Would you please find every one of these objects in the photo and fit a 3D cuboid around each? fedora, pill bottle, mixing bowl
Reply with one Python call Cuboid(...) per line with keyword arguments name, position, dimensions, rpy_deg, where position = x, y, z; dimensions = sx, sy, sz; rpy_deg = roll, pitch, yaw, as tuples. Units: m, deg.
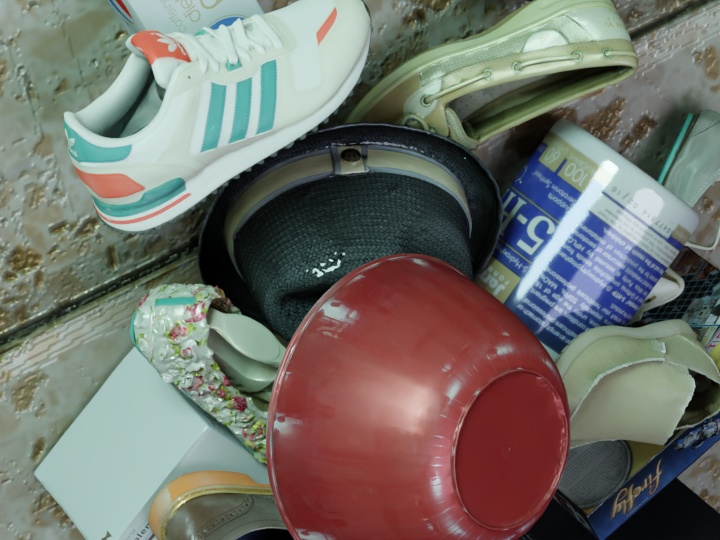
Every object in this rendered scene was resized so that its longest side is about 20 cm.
Cuboid(name="fedora", position=(0.000, 0.000, 1.626), dimensions=(0.199, 0.092, 0.201), rpy_deg=(-8, 135, -8))
Cuboid(name="pill bottle", position=(0.125, 0.011, 1.739), dimensions=(0.119, 0.120, 0.200), rpy_deg=(32, 95, -42))
Cuboid(name="mixing bowl", position=(0.053, 0.097, 1.537), dimensions=(0.199, 0.108, 0.202), rpy_deg=(-11, 106, -41))

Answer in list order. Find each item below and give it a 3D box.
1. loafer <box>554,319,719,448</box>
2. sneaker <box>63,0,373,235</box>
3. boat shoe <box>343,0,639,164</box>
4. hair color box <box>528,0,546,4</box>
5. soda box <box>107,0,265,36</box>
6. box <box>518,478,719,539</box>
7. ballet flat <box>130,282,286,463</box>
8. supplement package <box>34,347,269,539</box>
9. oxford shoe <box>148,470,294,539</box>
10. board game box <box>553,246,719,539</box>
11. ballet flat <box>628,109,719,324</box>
Cuboid(name="loafer", position=(0.181, 0.079, 1.700), dimensions=(0.199, 0.068, 0.076), rpy_deg=(-17, 138, -50))
Cuboid(name="sneaker", position=(-0.082, -0.109, 1.473), dimensions=(0.199, 0.070, 0.094), rpy_deg=(-36, 136, -7))
Cuboid(name="boat shoe", position=(0.079, -0.108, 1.637), dimensions=(0.200, 0.063, 0.073), rpy_deg=(-26, 148, 8))
Cuboid(name="hair color box", position=(0.114, -0.271, 1.606), dimensions=(0.101, 0.061, 0.201), rpy_deg=(7, 111, -37))
Cuboid(name="soda box", position=(-0.107, -0.161, 1.517), dimensions=(0.068, 0.064, 0.200), rpy_deg=(-39, 132, -9))
Cuboid(name="box", position=(0.169, 0.274, 1.923), dimensions=(0.197, 0.123, 0.201), rpy_deg=(-10, 122, -31))
Cuboid(name="ballet flat", position=(-0.059, 0.069, 1.585), dimensions=(0.200, 0.064, 0.076), rpy_deg=(35, 50, -42))
Cuboid(name="supplement package", position=(-0.092, 0.157, 1.677), dimensions=(0.110, 0.114, 0.200), rpy_deg=(-51, 132, 2))
Cuboid(name="oxford shoe", position=(-0.030, 0.167, 1.597), dimensions=(0.199, 0.073, 0.072), rpy_deg=(-1, 122, -30))
Cuboid(name="board game box", position=(0.200, 0.084, 1.823), dimensions=(0.200, 0.135, 0.035), rpy_deg=(-40, 133, -8))
Cuboid(name="ballet flat", position=(0.212, -0.016, 1.811), dimensions=(0.201, 0.063, 0.067), rpy_deg=(-60, 176, 6))
